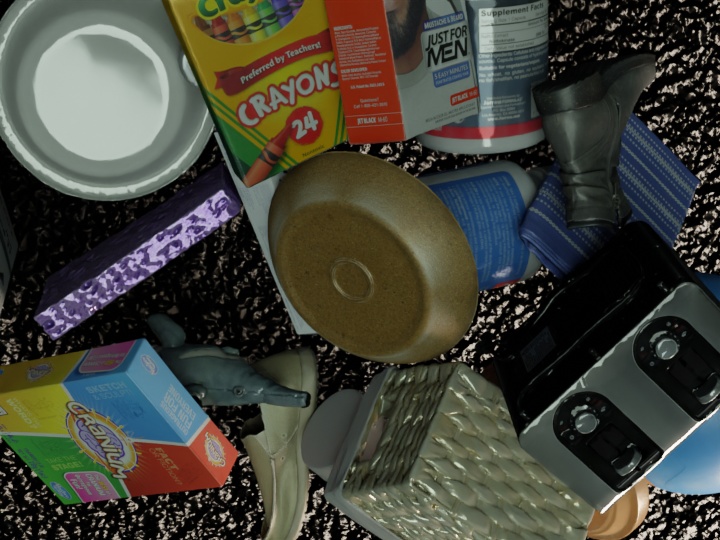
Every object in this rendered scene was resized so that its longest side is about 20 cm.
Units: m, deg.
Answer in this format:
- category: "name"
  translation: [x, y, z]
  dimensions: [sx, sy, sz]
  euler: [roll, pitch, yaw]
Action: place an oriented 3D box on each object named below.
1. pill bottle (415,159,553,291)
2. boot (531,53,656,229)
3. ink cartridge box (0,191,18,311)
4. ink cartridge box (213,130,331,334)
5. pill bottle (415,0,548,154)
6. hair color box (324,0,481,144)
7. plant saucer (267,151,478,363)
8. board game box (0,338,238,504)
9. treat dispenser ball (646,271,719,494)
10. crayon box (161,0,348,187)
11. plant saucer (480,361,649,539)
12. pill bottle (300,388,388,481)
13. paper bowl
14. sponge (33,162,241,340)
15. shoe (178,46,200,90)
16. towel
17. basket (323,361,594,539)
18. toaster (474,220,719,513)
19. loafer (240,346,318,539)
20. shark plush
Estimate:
- category: "pill bottle"
  translation: [0.097, -0.036, 1.257]
  dimensions: [0.198, 0.112, 0.113]
  euler: [-12, 111, -20]
- category: "boot"
  translation: [0.208, -0.110, 1.221]
  dimensions: [0.069, 0.200, 0.133]
  euler: [-6, 104, 37]
- category: "ink cartridge box"
  translation: [-0.349, -0.044, 1.177]
  dimensions: [0.082, 0.200, 0.148]
  euler: [-15, 111, -4]
- category: "ink cartridge box"
  translation: [-0.052, -0.053, 1.257]
  dimensions: [0.044, 0.094, 0.201]
  euler: [-5, 117, 36]
- category: "pill bottle"
  translation: [0.100, -0.210, 1.208]
  dimensions: [0.118, 0.120, 0.202]
  euler: [-5, 109, -4]
- category: "hair color box"
  translation: [0.029, -0.209, 1.113]
  dimensions: [0.064, 0.111, 0.202]
  euler: [-1, 106, 39]
- category: "plant saucer"
  translation: [0.000, 0.000, 1.170]
  dimensions: [0.199, 0.035, 0.202]
  euler: [17, 127, 24]
- category: "board game box"
  translation: [-0.231, 0.139, 1.269]
  dimensions: [0.199, 0.040, 0.153]
  euler: [-12, 127, 34]
- category: "treat dispenser ball"
  translation: [0.301, 0.102, 1.295]
  dimensions: [0.199, 0.201, 0.203]
  euler: [-2, 110, -5]
- category: "crayon box"
  translation: [-0.076, -0.182, 1.121]
  dimensions: [0.126, 0.051, 0.201]
  euler: [-27, 116, -8]
- category: "plant saucer"
  translation: [0.178, 0.169, 1.314]
  dimensions: [0.032, 0.200, 0.201]
  euler: [-36, 112, -27]
- category: "pill bottle"
  translation: [0.040, 0.195, 1.327]
  dimensions: [0.112, 0.112, 0.200]
  euler: [-45, 121, 10]
- category: "paper bowl"
  translation: [-0.216, -0.158, 1.202]
  dimensions: [0.199, 0.104, 0.202]
  euler: [-1, 110, -4]
- category: "sponge"
  translation: [-0.193, -0.020, 1.248]
  dimensions: [0.199, 0.112, 0.030]
  euler: [-34, 107, 6]
- category: "shoe"
  translation: [-0.069, -0.220, 1.189]
  dimensions: [0.199, 0.091, 0.072]
  euler: [-34, 117, -5]
- category: "towel"
  translation: [0.221, -0.054, 1.259]
  dimensions: [0.145, 0.201, 0.024]
  euler: [42, 144, -15]
- category: "basket"
  translation: [0.094, 0.181, 1.215]
  dimensions: [0.199, 0.123, 0.136]
  euler: [35, 63, -20]
- category: "toaster"
  translation: [0.203, 0.070, 1.128]
  dimensions: [0.181, 0.200, 0.119]
  euler: [-44, 105, 11]
- category: "loafer"
  translation: [-0.081, 0.168, 1.349]
  dimensions: [0.068, 0.076, 0.202]
  euler: [5, 99, -6]
- category: "shark plush"
  translation: [-0.141, 0.114, 1.285]
  dimensions: [0.199, 0.083, 0.092]
  euler: [18, 114, 16]
